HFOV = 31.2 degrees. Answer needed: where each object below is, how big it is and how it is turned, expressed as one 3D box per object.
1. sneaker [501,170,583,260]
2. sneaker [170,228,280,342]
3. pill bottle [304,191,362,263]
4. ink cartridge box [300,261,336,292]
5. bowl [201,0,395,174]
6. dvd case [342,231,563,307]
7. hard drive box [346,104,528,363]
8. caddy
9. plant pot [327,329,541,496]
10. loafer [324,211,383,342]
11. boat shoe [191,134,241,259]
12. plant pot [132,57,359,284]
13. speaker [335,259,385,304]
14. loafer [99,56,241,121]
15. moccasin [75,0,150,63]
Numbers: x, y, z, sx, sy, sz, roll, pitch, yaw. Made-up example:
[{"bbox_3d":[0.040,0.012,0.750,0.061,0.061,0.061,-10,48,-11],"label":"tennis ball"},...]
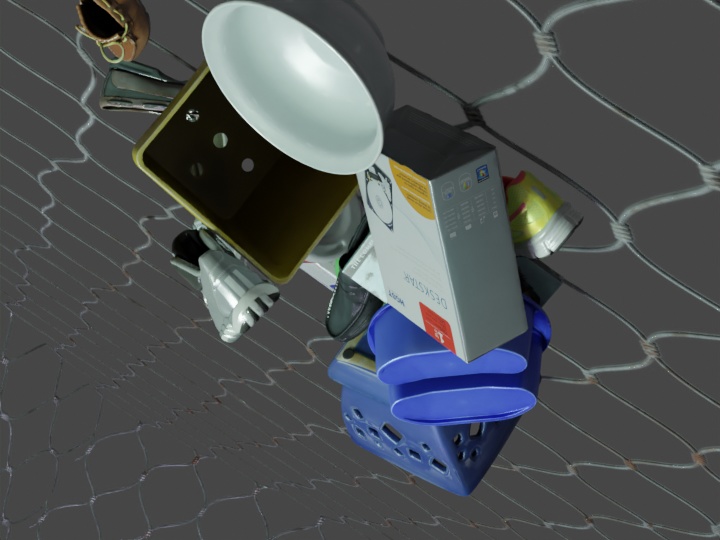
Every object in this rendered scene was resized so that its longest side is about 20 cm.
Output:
[{"bbox_3d":[0.135,-0.056,1.282,0.090,0.078,0.200,46,153,-13],"label":"sneaker"},{"bbox_3d":[-0.141,0.006,1.301,0.115,0.075,0.200,45,167,-3],"label":"sneaker"},{"bbox_3d":[-0.092,-0.064,1.557,0.111,0.112,0.199,42,160,-25],"label":"pill bottle"},{"bbox_3d":[-0.030,0.006,1.714,0.094,0.037,0.200,36,172,-5],"label":"ink cartridge box"},{"bbox_3d":[-0.040,-0.191,1.174,0.200,0.091,0.202,29,153,16],"label":"bowl"},{"bbox_3d":[0.099,0.005,1.406,0.199,0.146,0.022,36,-155,-5],"label":"dvd case"},{"bbox_3d":[0.075,-0.038,1.241,0.156,0.076,0.201,35,146,53],"label":"hard drive box"},{"bbox_3d":[0.104,0.083,1.373,0.198,0.106,0.142,-6,137,13],"label":"caddy"},{"bbox_3d":[0.086,0.129,1.620,0.199,0.200,0.180,20,152,35],"label":"plant pot"},{"bbox_3d":[0.000,0.000,1.475,0.068,0.070,0.201,51,128,33],"label":"loafer"},{"bbox_3d":[-0.180,-0.083,1.532,0.064,0.204,0.074,-1,179,-31],"label":"boat shoe"},{"bbox_3d":[-0.121,-0.131,1.339,0.200,0.201,0.176,41,170,-23],"label":"plant pot"},{"bbox_3d":[0.061,0.007,1.524,0.199,0.089,0.089,13,152,47],"label":"speaker"},{"bbox_3d":[-0.207,-0.185,1.487,0.198,0.063,0.072,20,170,13],"label":"loafer"},{"bbox_3d":[-0.270,-0.273,1.382,0.073,0.078,0.201,30,166,1],"label":"moccasin"}]
